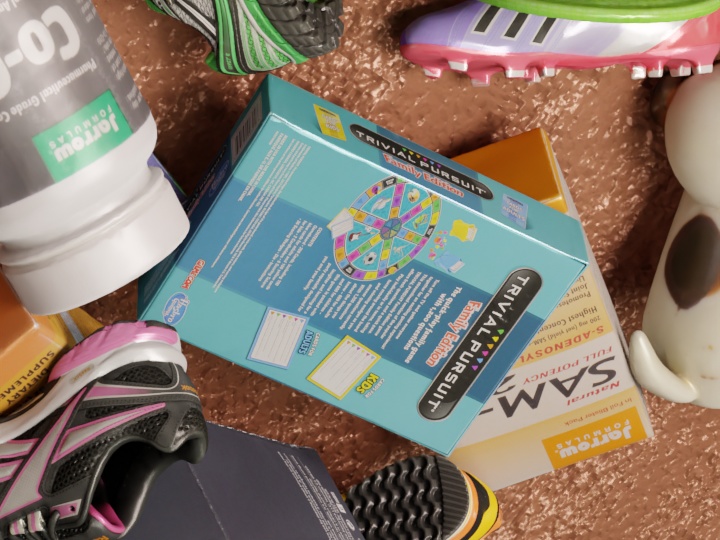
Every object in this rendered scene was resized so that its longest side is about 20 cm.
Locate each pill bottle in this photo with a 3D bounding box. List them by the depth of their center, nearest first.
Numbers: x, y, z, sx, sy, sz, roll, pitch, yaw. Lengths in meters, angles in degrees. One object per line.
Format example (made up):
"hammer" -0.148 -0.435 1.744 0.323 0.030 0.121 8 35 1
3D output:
"pill bottle" -0.171 -0.086 1.393 0.113 0.113 0.200 -30 106 -8

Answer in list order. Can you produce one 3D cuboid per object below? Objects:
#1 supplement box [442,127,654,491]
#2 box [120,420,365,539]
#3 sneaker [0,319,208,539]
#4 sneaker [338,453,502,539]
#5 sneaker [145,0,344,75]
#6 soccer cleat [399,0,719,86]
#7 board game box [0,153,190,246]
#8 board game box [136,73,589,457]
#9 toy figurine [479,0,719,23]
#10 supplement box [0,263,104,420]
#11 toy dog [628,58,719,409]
"supplement box" 0.083 0.028 1.643 0.126 0.074 0.200 -20 129 7
"box" -0.120 0.183 1.569 0.200 0.104 0.182 -37 154 17
"sneaker" -0.162 0.114 1.452 0.200 0.086 0.080 -43 146 16
"sneaker" -0.009 0.166 1.672 0.200 0.070 0.090 -18 158 23
"sneaker" -0.094 -0.175 1.441 0.085 0.078 0.200 -23 120 24
"soccer cleat" 0.114 -0.145 1.587 0.200 0.067 0.077 -2 89 -20
"board game box" -0.208 -0.024 1.502 0.200 0.034 0.135 -38 130 -1
"board game box" 0.000 0.000 1.536 0.200 0.047 0.151 25 119 -19
"toy figurine" 0.100 -0.239 1.456 0.200 0.150 0.184 9 110 14
"supplement box" -0.164 0.061 1.523 0.067 0.069 0.200 -40 150 6
"toy dog" 0.227 -0.030 1.670 0.194 0.140 0.200 -13 113 -26
